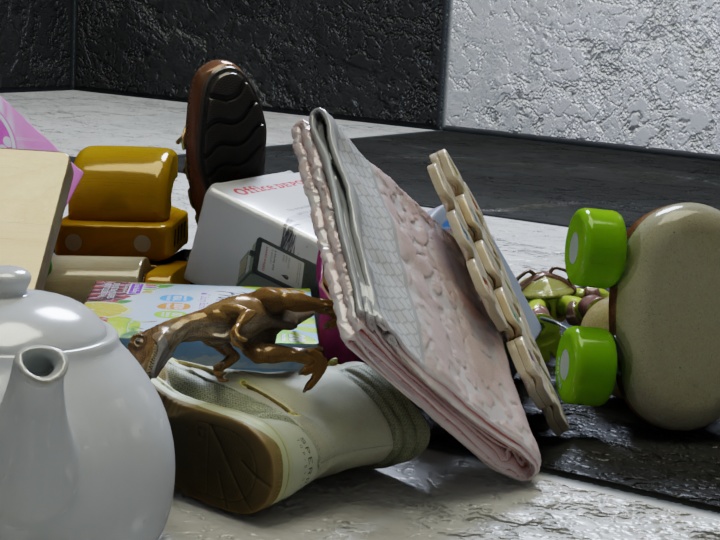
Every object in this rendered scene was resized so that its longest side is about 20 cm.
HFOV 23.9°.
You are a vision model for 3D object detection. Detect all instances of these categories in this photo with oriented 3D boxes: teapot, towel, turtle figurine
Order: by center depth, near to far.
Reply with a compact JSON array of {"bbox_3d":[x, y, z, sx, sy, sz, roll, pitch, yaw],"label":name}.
[{"bbox_3d":[-0.188,0.069,0.885,0.199,0.147,0.197,7,10,24],"label":"teapot"},{"bbox_3d":[0.035,0.014,1.054,0.191,0.032,0.201,42,23,-40],"label":"towel"},{"bbox_3d":[0.169,0.030,1.448,0.199,0.065,0.161,1,10,-11],"label":"turtle figurine"}]

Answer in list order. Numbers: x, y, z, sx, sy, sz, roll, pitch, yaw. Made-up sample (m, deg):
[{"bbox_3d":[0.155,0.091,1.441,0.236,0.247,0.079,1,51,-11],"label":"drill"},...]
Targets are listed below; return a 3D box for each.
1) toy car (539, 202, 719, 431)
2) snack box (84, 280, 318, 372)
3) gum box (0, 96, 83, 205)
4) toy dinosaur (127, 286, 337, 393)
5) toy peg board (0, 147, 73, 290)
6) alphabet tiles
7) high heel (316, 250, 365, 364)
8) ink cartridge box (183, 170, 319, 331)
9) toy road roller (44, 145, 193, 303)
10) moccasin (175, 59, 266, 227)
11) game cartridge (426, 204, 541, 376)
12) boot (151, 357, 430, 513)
[{"bbox_3d":[0.211,0.034,1.249,0.163,0.159,0.200,5,-2,-9],"label":"toy car"},{"bbox_3d":[-0.115,0.057,1.200,0.168,0.068,0.200,2,11,-3],"label":"snack box"},{"bbox_3d":[-0.314,-0.084,1.305,0.066,0.200,0.114,-27,30,37],"label":"gum box"},{"bbox_3d":[-0.054,0.028,1.023,0.106,0.061,0.200,15,13,33],"label":"toy dinosaur"},{"bbox_3d":[-0.312,0.017,1.193,0.199,0.098,0.200,4,54,5],"label":"toy peg board"},{"bbox_3d":[0.097,0.014,1.169,0.015,0.201,0.196,-25,-33,8],"label":"alphabet tiles"},{"bbox_3d":[0.000,0.000,1.206,0.067,0.096,0.201,-4,47,-2],"label":"high heel"},{"bbox_3d":[-0.018,-0.001,1.369,0.199,0.084,0.145,26,19,24],"label":"ink cartridge box"},{"bbox_3d":[-0.202,-0.026,1.403,0.122,0.147,0.200,1,10,4],"label":"toy road roller"},{"bbox_3d":[-0.117,-0.095,1.427,0.073,0.202,0.078,-29,51,-18],"label":"moccasin"},{"bbox_3d":[0.074,0.020,1.247,0.040,0.134,0.200,-31,5,22],"label":"game cartridge"},{"bbox_3d":[-0.073,0.085,1.045,0.199,0.072,0.154,18,18,40],"label":"boot"}]
